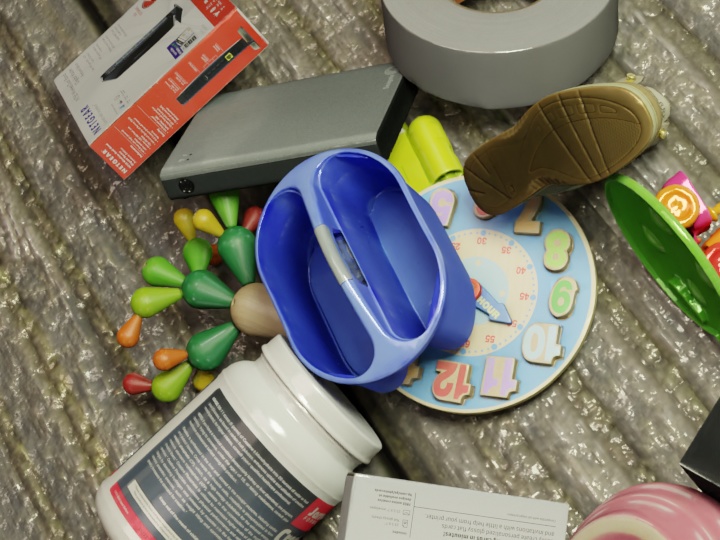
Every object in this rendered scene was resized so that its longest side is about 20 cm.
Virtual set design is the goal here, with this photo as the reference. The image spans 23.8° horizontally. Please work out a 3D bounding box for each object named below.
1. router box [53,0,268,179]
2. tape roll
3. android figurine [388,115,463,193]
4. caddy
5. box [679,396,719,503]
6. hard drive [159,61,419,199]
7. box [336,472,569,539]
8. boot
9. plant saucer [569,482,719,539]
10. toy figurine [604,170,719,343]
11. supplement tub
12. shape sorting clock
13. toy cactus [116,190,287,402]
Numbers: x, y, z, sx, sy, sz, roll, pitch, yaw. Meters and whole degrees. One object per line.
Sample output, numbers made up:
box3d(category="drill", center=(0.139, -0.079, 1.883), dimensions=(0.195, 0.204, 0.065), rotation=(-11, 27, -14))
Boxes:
box3d(category="router box", center=(-0.189, -0.192, 1.587), dimensions=(0.179, 0.049, 0.200), rotation=(-43, 30, 1))
box3d(category="tape roll", center=(0.118, -0.228, 1.445), dimensions=(0.200, 0.066, 0.200), rotation=(-4, 49, 5))
box3d(category="android figurine", center=(0.000, -0.067, 1.483), dimensions=(0.182, 0.041, 0.200), rotation=(-29, 58, 12))
box3d(category="caddy", center=(0.000, 0.000, 1.339), dimensions=(0.141, 0.105, 0.200), rotation=(-35, 61, 16))
box3d(category="box", center=(0.318, 0.088, 1.183), dimensions=(0.079, 0.141, 0.200), rotation=(28, 80, 36))
box3d(category="hard drive", center=(-0.058, -0.121, 1.463), dimensions=(0.200, 0.033, 0.140), rotation=(-8, 32, 22))
box3d(category="box", center=(0.054, 0.249, 1.181), dimensions=(0.156, 0.041, 0.200), rotation=(10, 83, -7))
box3d(category="boot", center=(0.190, -0.112, 1.311), dimensions=(0.200, 0.155, 0.072), rotation=(-26, 89, 54))
box3d(category="plant saucer", center=(0.191, 0.244, 1.169), dimensions=(0.200, 0.051, 0.201), rotation=(-21, 63, 50))
box3d(category="toy figurine", center=(0.315, -0.042, 1.271), dimensions=(0.184, 0.150, 0.200), rotation=(-36, 75, -5))
box3d(category="supplement tub", center=(-0.096, 0.162, 1.354), dimensions=(0.200, 0.140, 0.140), rotation=(-42, 55, 2))
box3d(category="shape sorting clock", center=(0.090, 0.017, 1.372), dimensions=(0.200, 0.039, 0.200), rotation=(-4, 76, 19))
box3d(category="toy cactus", center=(-0.116, 0.029, 1.463), dimensions=(0.165, 0.102, 0.200), rotation=(17, 79, 27))
